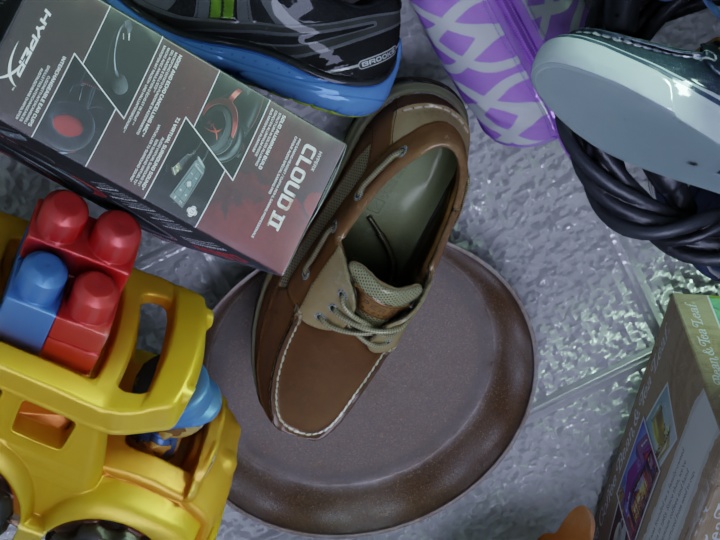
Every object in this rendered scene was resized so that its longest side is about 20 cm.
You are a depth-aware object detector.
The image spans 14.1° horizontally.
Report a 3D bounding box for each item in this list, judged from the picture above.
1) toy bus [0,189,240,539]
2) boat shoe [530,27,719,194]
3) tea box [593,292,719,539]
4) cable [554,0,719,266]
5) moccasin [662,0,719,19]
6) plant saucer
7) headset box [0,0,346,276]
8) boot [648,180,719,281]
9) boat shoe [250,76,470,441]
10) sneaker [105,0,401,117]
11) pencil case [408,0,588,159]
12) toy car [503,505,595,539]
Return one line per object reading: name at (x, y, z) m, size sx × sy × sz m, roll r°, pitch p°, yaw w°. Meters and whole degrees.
toy bus at (-0.136, 0.050, 1.443) m, size 0.199 × 0.136 × 0.192 m, roll 24°, pitch 134°, yaw -11°
boat shoe at (0.179, -0.088, 1.379) m, size 0.199 × 0.091 × 0.071 m, roll 23°, pitch 159°, yaw -13°
tea box at (0.248, 0.134, 1.614) m, size 0.195 × 0.134 × 0.201 m, roll 4°, pitch 128°, yaw -13°
cable at (0.196, -0.078, 1.432) m, size 0.199 × 0.051 × 0.164 m, roll 18°, pitch 80°, yaw -18°
moccasin at (0.184, -0.152, 1.368) m, size 0.199 × 0.081 × 0.069 m, roll -5°, pitch 117°, yaw -15°
plant saucer at (-0.003, 0.057, 1.580) m, size 0.199 × 0.032 × 0.201 m, roll -6°, pitch 122°, yaw -9°
headset box at (-0.112, -0.071, 1.396) m, size 0.199 × 0.148 × 0.075 m, roll 29°, pitch 84°, yaw -27°
boot at (0.237, -0.082, 1.510) m, size 0.073 × 0.091 × 0.200 m, roll 33°, pitch 110°, yaw -28°
boat shoe at (0.000, 0.000, 1.481) m, size 0.075 × 0.074 × 0.201 m, roll 14°, pitch 113°, yaw -18°
sneaker at (-0.070, -0.140, 1.427) m, size 0.198 × 0.071 × 0.083 m, roll 19°, pitch 90°, yaw -17°
pencil case at (0.058, -0.151, 1.429) m, size 0.084 × 0.085 × 0.200 m, roll -39°, pitch 125°, yaw -7°
toy car at (0.068, 0.217, 1.649) m, size 0.184 × 0.177 × 0.200 m, roll 42°, pitch 78°, yaw -17°
